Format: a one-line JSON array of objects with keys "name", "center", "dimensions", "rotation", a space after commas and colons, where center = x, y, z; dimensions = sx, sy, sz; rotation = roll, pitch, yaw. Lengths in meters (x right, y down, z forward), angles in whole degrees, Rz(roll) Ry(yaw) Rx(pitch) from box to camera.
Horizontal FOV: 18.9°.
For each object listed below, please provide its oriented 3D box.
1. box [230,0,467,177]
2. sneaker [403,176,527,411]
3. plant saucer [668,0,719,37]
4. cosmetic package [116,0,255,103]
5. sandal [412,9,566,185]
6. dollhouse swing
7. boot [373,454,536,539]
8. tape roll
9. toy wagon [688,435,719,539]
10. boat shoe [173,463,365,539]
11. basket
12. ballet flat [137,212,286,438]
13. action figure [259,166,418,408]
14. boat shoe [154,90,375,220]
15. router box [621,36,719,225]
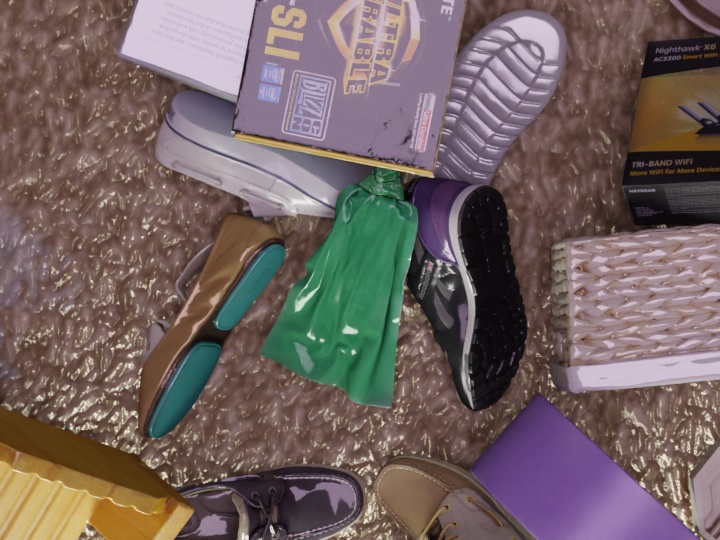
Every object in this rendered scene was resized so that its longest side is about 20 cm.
[{"name": "box", "center": [-0.003, -0.183, 1.634], "dimensions": [0.159, 0.049, 0.201], "rotation": [11, 93, -2]}, {"name": "sneaker", "center": [0.078, 0.015, 1.759], "dimensions": [0.076, 0.087, 0.201], "rotation": [-28, 122, -41]}, {"name": "plant saucer", "center": [0.327, -0.284, 1.769], "dimensions": [0.199, 0.029, 0.201], "rotation": [0, 92, -2]}, {"name": "cosmetic package", "center": [-0.065, -0.227, 1.712], "dimensions": [0.199, 0.123, 0.201], "rotation": [20, 91, -3]}, {"name": "sandal", "center": [0.096, -0.127, 1.759], "dimensions": [0.082, 0.050, 0.203], "rotation": [29, 106, -6]}, {"name": "dollhouse swing", "center": [-0.276, 0.207, 1.672], "dimensions": [0.200, 0.182, 0.176], "rotation": [24, 93, -31]}, {"name": "boot", "center": [0.065, 0.222, 1.699], "dimensions": [0.200, 0.155, 0.072], "rotation": [36, 113, 22]}, {"name": "tape roll", "center": [0.186, 0.193, 1.701], "dimensions": [0.200, 0.200, 0.085], "rotation": [42, 90, -3]}, {"name": "toy wagon", "center": [0.368, 0.211, 1.788], "dimensions": [0.200, 0.040, 0.155], "rotation": [39, 91, -4]}, {"name": "boat shoe", "center": [-0.094, 0.200, 1.760], "dimensions": [0.199, 0.065, 0.072], "rotation": [-4, 93, -2]}, {"name": "basket", "center": [0.251, 0.028, 1.731], "dimensions": [0.199, 0.136, 0.124], "rotation": [-5, 89, -1]}, {"name": "ballet flat", "center": [-0.134, 0.042, 1.760], "dimensions": [0.063, 0.069, 0.200], "rotation": [35, 92, 24]}, {"name": "action figure", "center": [0.000, 0.000, 1.725], "dimensions": [0.118, 0.055, 0.201], "rotation": [20, 116, 6]}, {"name": "boat shoe", "center": [-0.072, -0.076, 1.752], "dimensions": [0.199, 0.071, 0.070], "rotation": [20, 126, -14]}, {"name": "router box", "center": [0.315, -0.113, 1.687], "dimensions": [0.199, 0.052, 0.158], "rotation": [-2, 50, 21]}]
